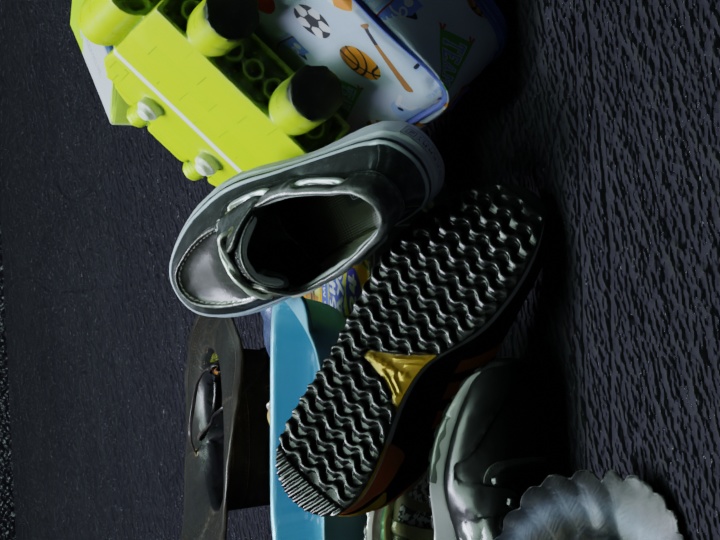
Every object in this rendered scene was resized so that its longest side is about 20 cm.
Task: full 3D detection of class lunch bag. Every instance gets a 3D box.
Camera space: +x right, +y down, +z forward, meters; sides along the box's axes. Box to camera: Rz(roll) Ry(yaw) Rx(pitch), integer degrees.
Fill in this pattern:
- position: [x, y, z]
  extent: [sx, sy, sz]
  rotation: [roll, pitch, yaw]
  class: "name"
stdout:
- position: [-0.013, -0.134, 1.390]
  extent: [0.160, 0.076, 0.200]
  rotation: [44, 157, -10]
  class: "lunch bag"

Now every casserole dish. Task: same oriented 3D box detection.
- position: [-0.020, 0.105, 1.431]
  extent: [0.121, 0.039, 0.201]
  rotation: [-130, 37, -64]
  class: "casserole dish"

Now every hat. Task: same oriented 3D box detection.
- position: [-0.077, 0.117, 1.835]
  extent: [0.201, 0.081, 0.201]
  rotation: [-175, 90, -74]
  class: "hat"

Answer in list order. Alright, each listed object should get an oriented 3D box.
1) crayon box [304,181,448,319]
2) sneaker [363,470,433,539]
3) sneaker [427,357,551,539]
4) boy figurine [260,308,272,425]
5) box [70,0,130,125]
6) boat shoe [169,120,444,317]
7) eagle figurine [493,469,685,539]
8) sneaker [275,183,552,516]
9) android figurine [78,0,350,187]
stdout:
- position: [0.000, 0.000, 1.496]
  extent: [0.200, 0.051, 0.126]
  rotation: [-150, 57, -73]
  class: "crayon box"
- position: [0.050, 0.178, 1.395]
  extent: [0.077, 0.088, 0.201]
  rotation: [3, -90, -74]
  class: "sneaker"
- position: [0.084, 0.147, 1.300]
  extent: [0.087, 0.076, 0.201]
  rotation: [17, 105, 43]
  class: "sneaker"
- position: [-0.037, 0.066, 1.656]
  extent: [0.125, 0.064, 0.200]
  rotation: [-73, -20, -47]
  class: "boy figurine"
- position: [-0.140, -0.161, 1.905]
  extent: [0.200, 0.121, 0.048]
  rotation: [-117, 31, -56]
  class: "box"
- position: [-0.044, -0.020, 1.339]
  extent: [0.200, 0.071, 0.072]
  rotation: [-31, 98, 43]
  class: "boat shoe"
- position: [0.104, 0.198, 1.147]
  extent: [0.152, 0.151, 0.200]
  rotation: [-38, 9, 25]
  class: "eagle figurine"
- position: [0.036, 0.042, 1.327]
  extent: [0.070, 0.090, 0.200]
  rotation: [38, 98, 24]
  class: "sneaker"
- position: [-0.079, -0.095, 1.415]
  extent: [0.182, 0.041, 0.200]
  rotation: [44, 158, -10]
  class: "android figurine"
